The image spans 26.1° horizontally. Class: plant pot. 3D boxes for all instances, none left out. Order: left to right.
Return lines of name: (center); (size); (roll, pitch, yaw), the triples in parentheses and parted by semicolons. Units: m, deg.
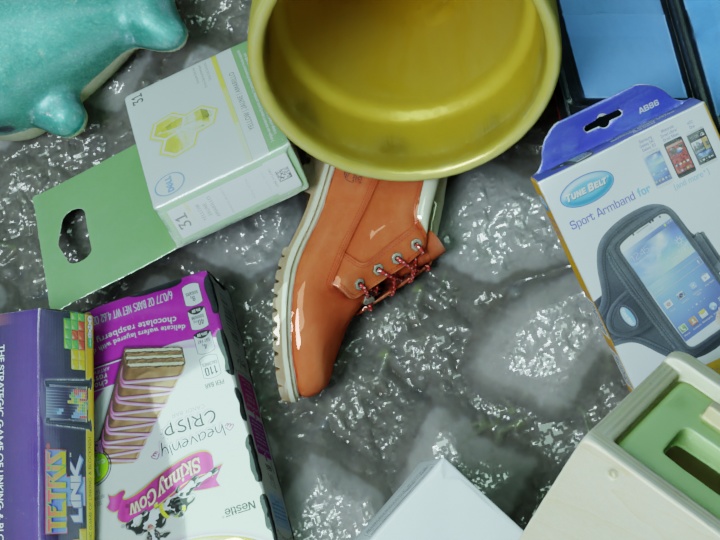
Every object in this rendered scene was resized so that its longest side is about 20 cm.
plant pot: (0.030, -0.195, 1.046); (0.200, 0.201, 0.189); (-7, 43, 9)

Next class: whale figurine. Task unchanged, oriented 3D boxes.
whale figurine: (-0.230, -0.176, 1.138); (0.199, 0.104, 0.160); (-15, 72, 13)

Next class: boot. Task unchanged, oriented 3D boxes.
boot: (0.000, 0.000, 1.071); (0.107, 0.075, 0.201); (12, 76, 9)

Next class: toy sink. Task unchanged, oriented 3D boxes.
toy sink: (0.198, 0.135, 0.914); (0.130, 0.200, 0.112); (36, 120, 17)

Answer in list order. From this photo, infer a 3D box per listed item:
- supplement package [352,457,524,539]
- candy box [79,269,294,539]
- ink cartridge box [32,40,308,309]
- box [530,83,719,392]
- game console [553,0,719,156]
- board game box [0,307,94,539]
supplement package: (0.034, 0.240, 0.950); (0.156, 0.111, 0.200); (43, 81, 2)
candy box: (-0.136, 0.117, 1.068); (0.136, 0.061, 0.201); (-19, 73, 6)
ink cartridge box: (-0.146, -0.069, 1.095); (0.200, 0.048, 0.146); (-24, 41, 2)
box: (0.196, -0.017, 1.009); (0.119, 0.041, 0.200); (-26, 101, 3)
game console: (0.217, -0.184, 1.048); (0.172, 0.119, 0.201); (-3, 71, -25)
board game box: (-0.258, 0.133, 1.050); (0.165, 0.057, 0.201); (-9, 79, 33)
